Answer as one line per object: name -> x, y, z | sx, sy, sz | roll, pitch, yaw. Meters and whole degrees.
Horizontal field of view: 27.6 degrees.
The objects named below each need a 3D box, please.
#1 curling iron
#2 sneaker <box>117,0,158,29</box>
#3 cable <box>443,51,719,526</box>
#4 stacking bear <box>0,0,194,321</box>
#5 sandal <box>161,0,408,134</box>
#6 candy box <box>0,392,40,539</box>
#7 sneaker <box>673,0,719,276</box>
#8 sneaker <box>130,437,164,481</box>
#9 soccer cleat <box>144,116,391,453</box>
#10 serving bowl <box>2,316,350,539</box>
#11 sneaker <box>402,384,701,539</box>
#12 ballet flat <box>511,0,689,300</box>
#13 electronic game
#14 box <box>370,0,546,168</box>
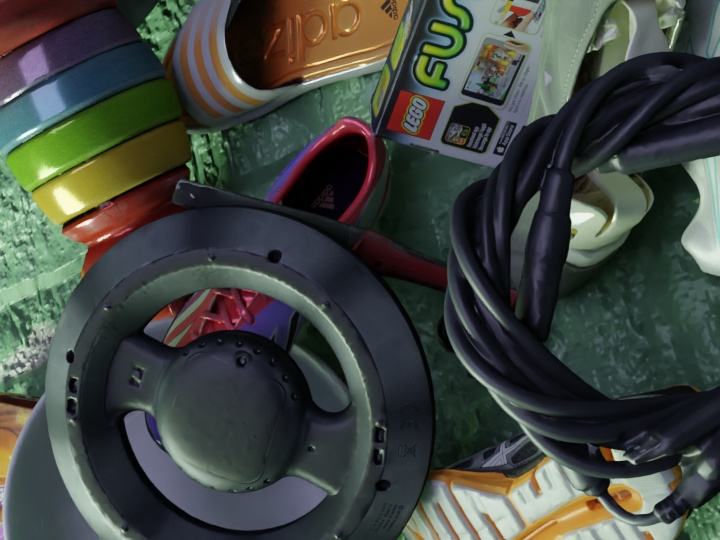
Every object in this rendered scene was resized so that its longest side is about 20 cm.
curling iron -> 0.000, 0.000, 0.728 | 0.199, 0.026, 0.050 | 25, 85, -9
sneaker -> -0.095, -0.202, 0.866 | 0.146, 0.077, 0.203 | 36, 104, 36
cable -> 0.132, -0.007, 0.601 | 0.200, 0.051, 0.163 | -42, 83, -4
stacking bear -> -0.149, -0.061, 0.847 | 0.113, 0.121, 0.201 | -27, 96, -4
sandal -> -0.052, -0.138, 0.838 | 0.206, 0.059, 0.080 | -14, 76, 34
candy box -> -0.208, 0.183, 0.914 | 0.116, 0.056, 0.201 | 6, 89, 35
sneaker -> 0.167, -0.093, 0.671 | 0.080, 0.070, 0.202 | -14, 77, 36
sneaker -> -0.114, 0.190, 0.849 | 0.089, 0.078, 0.201 | 2, 84, 13
soccer cleat -> -0.050, 0.005, 0.764 | 0.068, 0.073, 0.200 | 32, 75, 9
serving bowl -> -0.087, 0.129, 0.790 | 0.199, 0.066, 0.201 | 1, 67, -1
sneaker -> 0.092, 0.107, 0.702 | 0.200, 0.077, 0.079 | -24, 101, 49
ballet flat -> 0.107, -0.055, 0.663 | 0.064, 0.067, 0.201 | 46, 143, 45
electronic game -> -0.061, 0.068, 0.715 | 0.199, 0.042, 0.201 | 2, 98, 14
box -> 0.086, -0.138, 0.672 | 0.035, 0.109, 0.201 | -92, 20, -53
